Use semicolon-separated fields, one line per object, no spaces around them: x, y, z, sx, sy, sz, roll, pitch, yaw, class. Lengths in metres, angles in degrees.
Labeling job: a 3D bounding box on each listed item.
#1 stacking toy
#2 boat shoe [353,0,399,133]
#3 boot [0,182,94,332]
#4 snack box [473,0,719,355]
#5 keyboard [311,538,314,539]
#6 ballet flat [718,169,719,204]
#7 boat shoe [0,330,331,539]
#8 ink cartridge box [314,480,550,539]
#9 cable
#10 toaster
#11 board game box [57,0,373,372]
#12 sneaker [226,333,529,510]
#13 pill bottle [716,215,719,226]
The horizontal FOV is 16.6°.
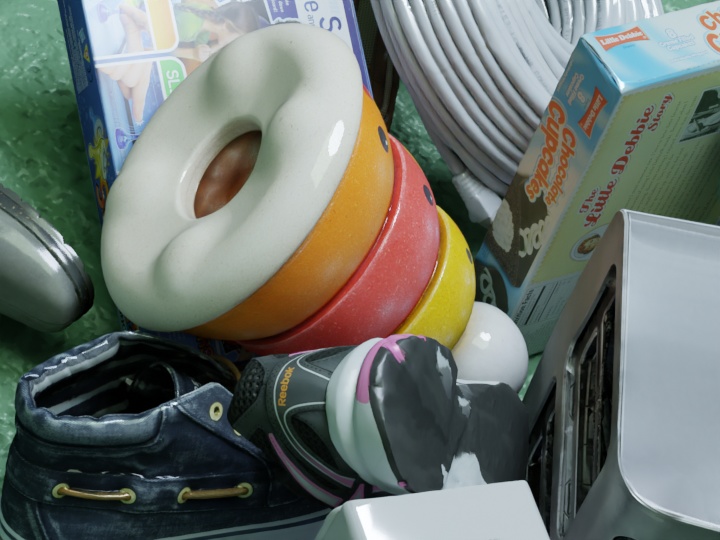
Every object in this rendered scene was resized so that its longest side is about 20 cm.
0.000;0.000;1.069;0.200;0.146;0.146;36;41;-34;stacking toy
0.004;-0.128;1.238;0.072;0.076;0.200;23;58;-7;boat shoe
-0.227;0.004;1.060;0.200;0.068;0.131;28;56;10;boot
0.121;-0.039;1.120;0.116;0.200;0.037;-16;59;-30;snack box
-0.024;0.135;1.056;0.200;0.011;0.056;-32;69;-36;keyboard
0.200;-0.001;1.121;0.067;0.200;0.067;-24;52;-18;ballet flat
-0.054;0.068;1.036;0.200;0.091;0.071;-12;45;-27;boat shoe
0.037;0.201;0.933;0.084;0.146;0.200;-5;57;-24;ink cartridge box
0.078;-0.134;1.200;0.200;0.069;0.200;55;36;-22;cable
0.140;0.086;1.042;0.118;0.181;0.200;13;51;-8;toaster
-0.056;-0.056;1.124;0.135;0.034;0.200;-8;82;-25;board game box
0.010;0.071;1.012;0.086;0.200;0.080;4;66;23;sneaker
0.261;-0.036;1.228;0.200;0.112;0.112;9;51;-14;pill bottle
